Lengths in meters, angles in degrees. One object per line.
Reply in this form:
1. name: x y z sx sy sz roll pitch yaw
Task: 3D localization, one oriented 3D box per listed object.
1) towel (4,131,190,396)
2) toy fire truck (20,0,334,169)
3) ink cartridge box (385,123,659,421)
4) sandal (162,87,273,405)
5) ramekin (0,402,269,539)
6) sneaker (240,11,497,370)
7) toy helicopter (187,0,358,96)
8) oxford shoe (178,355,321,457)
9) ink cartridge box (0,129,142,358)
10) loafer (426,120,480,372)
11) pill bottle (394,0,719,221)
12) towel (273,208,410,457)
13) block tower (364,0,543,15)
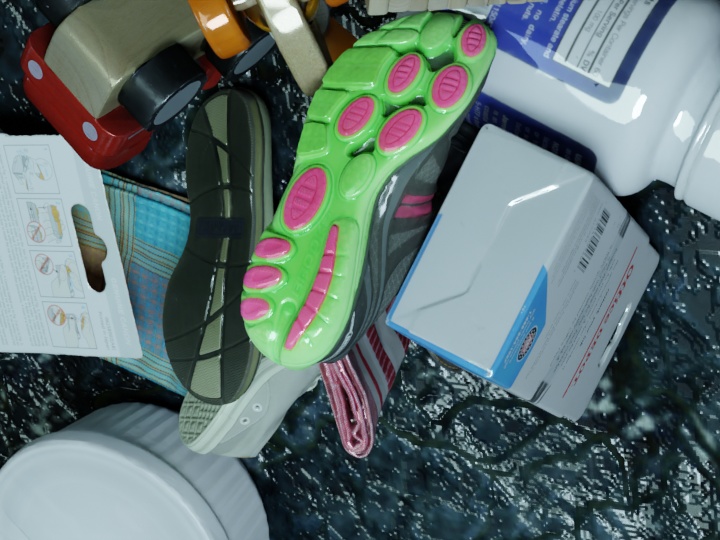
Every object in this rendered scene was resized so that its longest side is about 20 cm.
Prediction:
1. towel: -0.182 -0.004 1.307 0.199 0.022 0.147 21 122 20
2. toy fire truck: -0.133 -0.128 1.134 0.129 0.176 0.200 47 143 6
3. ink cartridge box: 0.094 0.008 1.035 0.068 0.200 0.116 27 88 22
4. sandal: -0.074 -0.013 1.207 0.080 0.057 0.202 13 98 38
5. ramekin: -0.156 0.185 1.342 0.202 0.094 0.203 13 120 23
6. sneaker: 0.005 -0.042 0.967 0.077 0.084 0.201 29 86 22
7. toy helicopter: -0.049 -0.174 1.016 0.079 0.132 0.201 -25 57 7
8. oxford shoe: -0.046 0.050 1.239 0.058 0.075 0.200 21 124 -29
9. ink cartridge box: -0.237 -0.023 1.295 0.199 0.057 0.163 -1 113 23
10. loafer: 0.043 -0.003 1.120 0.073 0.072 0.201 27 146 29
11. pill bottle: 0.127 -0.110 1.016 0.199 0.120 0.120 29 125 14
12. towel: 0.000 0.000 1.098 0.023 0.200 0.145 -11 109 15
13. block tower: 0.100 -0.170 0.948 0.199 0.054 0.058 -4 146 -9
